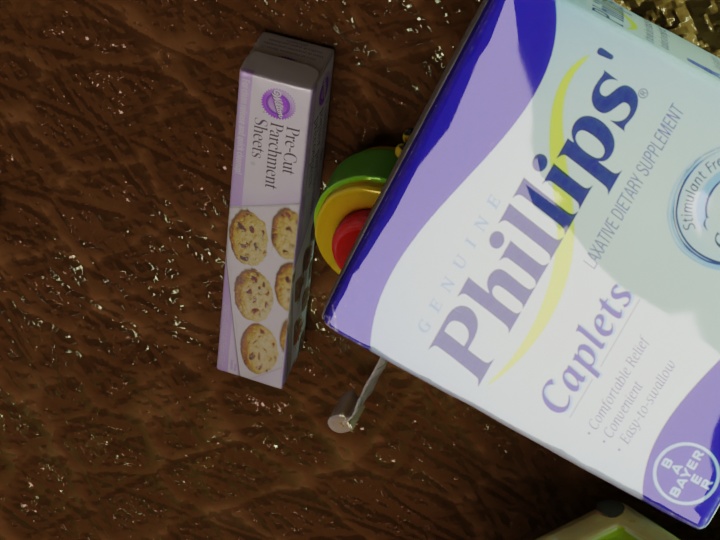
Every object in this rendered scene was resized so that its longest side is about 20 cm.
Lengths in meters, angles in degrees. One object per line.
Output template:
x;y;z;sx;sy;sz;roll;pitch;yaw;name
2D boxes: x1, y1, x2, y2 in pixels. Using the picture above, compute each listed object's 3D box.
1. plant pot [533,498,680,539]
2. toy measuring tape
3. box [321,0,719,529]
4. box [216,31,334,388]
0.127;0.244;1.234;0.200;0.199;0.182;33;133;40;plant pot
0.000;0.000;1.210;0.073;0.074;0.200;26;131;1;toy measuring tape
0.111;-0.016;1.083;0.200;0.105;0.184;28;105;0;box
-0.045;-0.027;1.226;0.041;0.039;0.200;16;131;9;box
